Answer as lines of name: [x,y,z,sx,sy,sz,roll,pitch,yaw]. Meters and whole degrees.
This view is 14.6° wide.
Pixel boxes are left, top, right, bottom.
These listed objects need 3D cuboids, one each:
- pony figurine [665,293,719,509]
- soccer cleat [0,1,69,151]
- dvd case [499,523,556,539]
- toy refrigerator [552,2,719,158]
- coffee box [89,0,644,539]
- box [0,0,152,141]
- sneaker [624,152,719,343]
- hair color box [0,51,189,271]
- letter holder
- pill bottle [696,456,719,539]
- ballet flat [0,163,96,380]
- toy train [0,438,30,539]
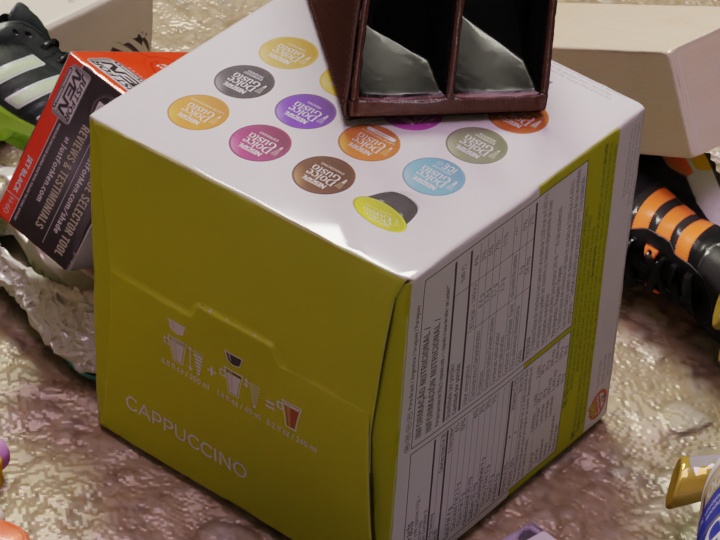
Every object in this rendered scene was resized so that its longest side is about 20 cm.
pony figurine: [0.273,0.067,1.412,0.200,0.167,0.193,18,69,-2]
soccer cleat: [-0.177,-0.099,1.565,0.200,0.068,0.081,25,70,-22]
dvd case: [0.093,0.207,1.308,0.149,0.016,0.200,-26,47,-32]
toy refrigerator: [0.143,-0.108,1.607,0.076,0.070,0.200,-26,19,-32]
coffee box: [0.000,0.000,1.409,0.200,0.200,0.198,28,44,28]
box: [-0.219,-0.127,1.651,0.082,0.068,0.200,33,47,31]
sneaker: [0.169,-0.005,1.547,0.090,0.070,0.200,-10,36,-9]
hair color box: [-0.092,-0.061,1.494,0.061,0.102,0.200,38,22,25]
letter holder: [0.029,-0.188,1.376,0.101,0.142,0.200,-3,37,-11]
pill bottle: [0.207,0.165,1.269,0.120,0.120,0.200,9,31,5]
ballet flat: [-0.172,-0.018,1.523,0.072,0.072,0.200,-23,45,-30]
toy train: [-0.239,0.115,1.355,0.200,0.056,0.150,7,38,2]
